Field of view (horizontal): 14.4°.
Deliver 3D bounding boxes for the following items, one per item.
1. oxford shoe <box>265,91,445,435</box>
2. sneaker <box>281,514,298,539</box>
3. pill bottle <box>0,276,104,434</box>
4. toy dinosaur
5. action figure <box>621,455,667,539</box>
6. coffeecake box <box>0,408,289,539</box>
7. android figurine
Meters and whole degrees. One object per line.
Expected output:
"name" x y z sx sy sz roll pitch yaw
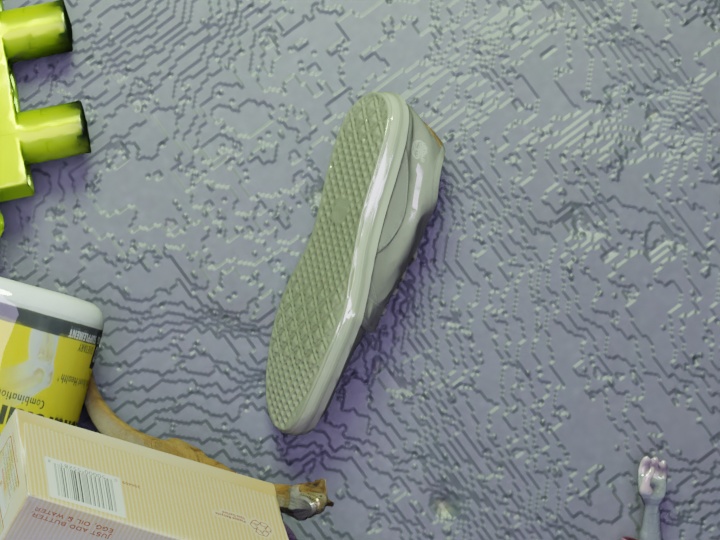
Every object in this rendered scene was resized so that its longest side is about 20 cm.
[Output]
"oxford shoe" 0.000 0.000 1.599 0.058 0.075 0.201 19 89 -35
"sneaker" -0.119 0.206 1.584 0.199 0.076 0.088 -27 93 -1
"pill bottle" -0.218 0.102 1.567 0.112 0.112 0.201 15 88 1
"toy dinosaur" -0.110 0.110 1.569 0.200 0.061 0.106 26 43 22
"action figure" 0.179 0.206 1.588 0.199 0.134 0.149 14 130 13
"coffeecake box" -0.150 0.187 1.491 0.153 0.073 0.200 18 119 -24
"android figurine" -0.257 -0.092 1.605 0.199 0.041 0.183 -9 79 -2
